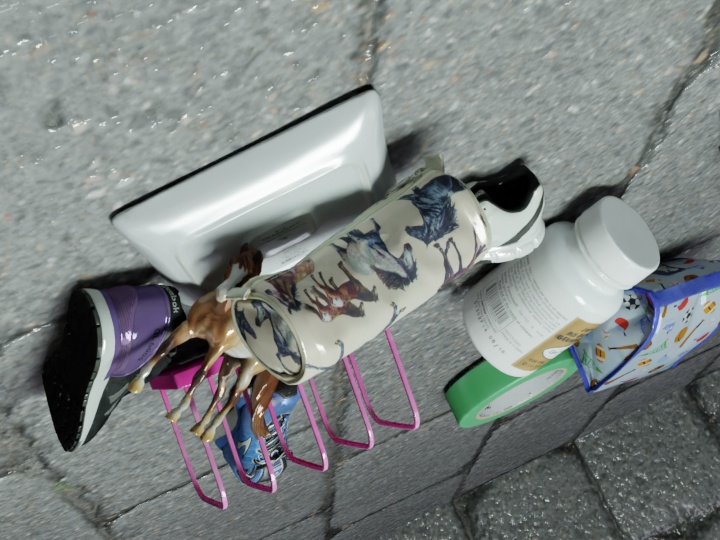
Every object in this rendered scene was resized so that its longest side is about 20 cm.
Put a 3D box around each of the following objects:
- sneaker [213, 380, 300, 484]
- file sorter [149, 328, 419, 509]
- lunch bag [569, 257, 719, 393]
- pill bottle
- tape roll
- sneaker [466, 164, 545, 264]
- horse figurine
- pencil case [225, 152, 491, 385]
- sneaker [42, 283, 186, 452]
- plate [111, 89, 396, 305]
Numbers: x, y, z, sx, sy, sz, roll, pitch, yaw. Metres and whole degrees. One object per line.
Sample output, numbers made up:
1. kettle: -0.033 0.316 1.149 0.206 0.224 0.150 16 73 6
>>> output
1. sneaker: -0.097 0.172 1.324 0.078 0.090 0.200 -18 160 -28
2. file sorter: -0.066 0.116 1.100 0.198 0.127 0.139 -21 -178 -19
3. lunch bag: 0.390 0.060 1.656 0.168 0.125 0.200 -15 160 -30
4. pill bottle: 0.209 0.015 1.294 0.113 0.115 0.200 -5 152 -48
5. tape roll: 0.219 0.156 1.773 0.198 0.049 0.201 -25 162 -9
6. sneaker: 0.074 -0.035 1.067 0.198 0.074 0.081 -25 146 -20
7. horse figurine: -0.099 0.063 0.945 0.133 0.050 0.200 -55 155 -10
8. pencil case: 0.000 0.000 0.887 0.199 0.090 0.078 -34 -170 -28
9. sneaker: -0.186 0.078 0.960 0.087 0.077 0.200 -11 156 -31
10. plate: -0.062 -0.037 0.904 0.198 0.033 0.200 -27 162 -3
